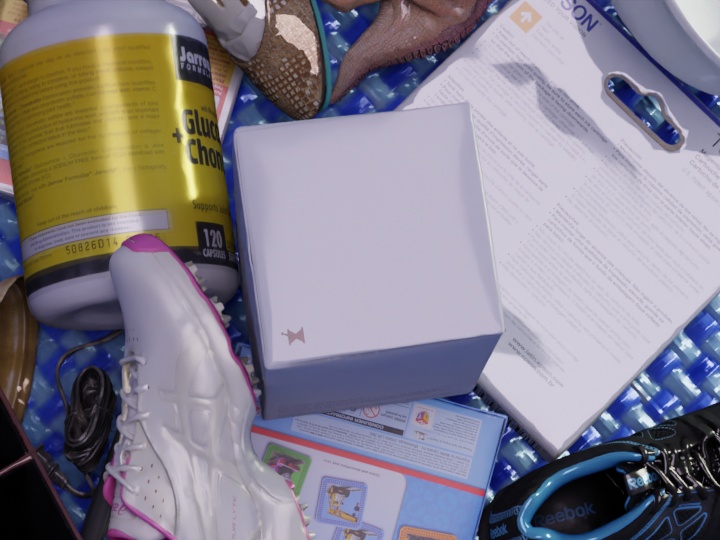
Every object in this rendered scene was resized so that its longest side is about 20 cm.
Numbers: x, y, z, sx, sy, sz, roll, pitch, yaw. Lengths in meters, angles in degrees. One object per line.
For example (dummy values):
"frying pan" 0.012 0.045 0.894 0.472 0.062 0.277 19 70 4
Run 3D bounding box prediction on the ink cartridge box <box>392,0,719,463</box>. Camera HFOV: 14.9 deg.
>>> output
"ink cartridge box" 0.103 -0.032 1.504 0.196 0.043 0.200 45 78 6

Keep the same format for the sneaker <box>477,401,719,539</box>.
"sneaker" 0.164 0.117 1.461 0.200 0.082 0.073 -21 80 -10

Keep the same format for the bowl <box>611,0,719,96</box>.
"bowl" 0.194 -0.174 1.496 0.201 0.090 0.201 13 69 -35

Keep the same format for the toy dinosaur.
"toy dinosaur" 0.051 -0.176 1.508 0.135 0.086 0.200 22 83 -6

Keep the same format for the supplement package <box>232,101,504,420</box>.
"supplement package" 0.000 0.000 1.369 0.117 0.200 0.117 -7 81 -3

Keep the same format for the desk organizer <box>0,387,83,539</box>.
"desk organizer" -0.180 0.141 1.313 0.072 0.077 0.200 -14 63 -38

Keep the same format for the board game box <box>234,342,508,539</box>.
"board game box" -0.020 0.155 1.460 0.151 0.037 0.200 16 78 -1

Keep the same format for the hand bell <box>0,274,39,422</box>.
"hand bell" -0.280 0.036 1.446 0.200 0.104 0.104 10 78 9

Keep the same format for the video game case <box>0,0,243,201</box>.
"video game case" -0.134 -0.125 1.513 0.143 0.017 0.200 17 78 -2

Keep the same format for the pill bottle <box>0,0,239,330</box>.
"pill bottle" -0.130 -0.075 1.438 0.112 0.112 0.200 -7 80 -6

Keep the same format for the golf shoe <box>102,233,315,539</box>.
"golf shoe" -0.090 0.083 1.335 0.091 0.075 0.200 -22 91 -18

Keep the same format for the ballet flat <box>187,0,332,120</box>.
"ballet flat" -0.070 -0.171 1.481 0.065 0.071 0.200 -5 70 -33

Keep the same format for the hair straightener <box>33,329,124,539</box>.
"hair straightener" -0.133 0.092 1.420 0.077 0.041 0.200 17 47 -13
